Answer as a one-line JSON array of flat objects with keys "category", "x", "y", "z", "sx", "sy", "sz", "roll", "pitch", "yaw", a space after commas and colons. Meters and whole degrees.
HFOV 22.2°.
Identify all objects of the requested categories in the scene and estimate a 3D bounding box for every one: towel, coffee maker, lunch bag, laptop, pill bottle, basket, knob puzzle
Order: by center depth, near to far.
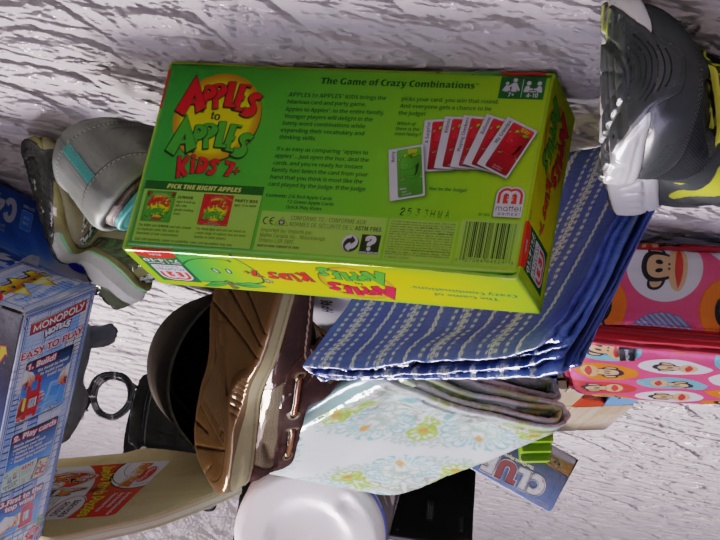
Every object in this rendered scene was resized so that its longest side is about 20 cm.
[{"category": "towel", "x": 0.064, "y": -0.006, "z": 0.932, "sx": 0.024, "sy": 0.145, "sz": 0.199, "roll": 45, "pitch": 150, "yaw": -27}, {"category": "lunch bag", "x": 0.214, "y": 0.036, "z": 1.149, "sx": 0.175, "sy": 0.083, "sz": 0.200, "roll": 3, "pitch": 169, "yaw": 8}, {"category": "towel", "x": 0.015, "y": 0.101, "z": 1.217, "sx": 0.170, "sy": 0.049, "sz": 0.199, "roll": 20, "pitch": 147, "yaw": -37}, {"category": "knob puzzle", "x": -0.178, "y": 0.167, "z": 1.287, "sx": 0.218, "sy": 0.031, "sz": 0.220, "roll": -8, "pitch": -171, "yaw": 1}, {"category": "basket", "x": -0.087, "y": 0.074, "z": 1.393, "sx": 0.179, "sy": 0.137, "sz": 0.200, "roll": -24, "pitch": -175, "yaw": -20}, {"category": "pill bottle", "x": -0.027, "y": 0.173, "z": 1.425, "sx": 0.113, "sy": 0.115, "sz": 0.200, "roll": 8, "pitch": -166, "yaw": 4}, {"category": "laptop", "x": -0.004, "y": 0.181, "z": 1.625, "sx": 0.198, "sy": 0.188, "sz": 0.116, "roll": 9, "pitch": 139, "yaw": -3}, {"category": "coffee maker", "x": -0.198, "y": 0.161, "z": 1.945, "sx": 0.191, "sy": 0.135, "sz": 0.200, "roll": 34, "pitch": 163, "yaw": -5}]

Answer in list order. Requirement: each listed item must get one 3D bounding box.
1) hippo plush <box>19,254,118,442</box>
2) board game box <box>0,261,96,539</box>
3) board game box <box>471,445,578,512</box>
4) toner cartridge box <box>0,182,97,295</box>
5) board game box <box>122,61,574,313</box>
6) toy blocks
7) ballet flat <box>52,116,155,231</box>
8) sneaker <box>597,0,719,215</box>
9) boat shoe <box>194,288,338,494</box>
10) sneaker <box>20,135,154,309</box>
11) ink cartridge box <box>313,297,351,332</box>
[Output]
[{"category": "hippo plush", "x": -0.270, "y": 0.065, "z": 1.299, "sx": 0.158, "sy": 0.202, "sz": 0.161, "roll": 9, "pitch": -168, "yaw": 16}, {"category": "board game box", "x": -0.248, "y": 0.047, "z": 1.139, "sx": 0.062, "sy": 0.200, "sz": 0.200, "roll": -24, "pitch": 155, "yaw": -48}, {"category": "board game box", "x": 0.083, "y": 0.130, "z": 1.529, "sx": 0.199, "sy": 0.035, "sz": 0.135, "roll": 29, "pitch": -175, "yaw": 9}, {"category": "toner cartridge box", "x": -0.263, "y": -0.029, "z": 1.271, "sx": 0.094, "sy": 0.044, "sz": 0.200, "roll": 4, "pitch": 167, "yaw": 27}, {"category": "board game box", "x": -0.006, "y": -0.041, "z": 0.877, "sx": 0.198, "sy": 0.102, "sz": 0.048, "roll": 4, "pitch": 159, "yaw": 21}, {"category": "toy blocks", "x": 0.133, "y": 0.082, "z": 1.399, "sx": 0.198, "sy": 0.101, "sz": 0.137, "roll": 0, "pitch": 161, "yaw": -11}, {"category": "ballet flat", "x": -0.101, "y": -0.055, "z": 0.998, "sx": 0.064, "sy": 0.067, "sz": 0.200, "roll": 44, "pitch": -167, "yaw": 15}, {"category": "sneaker", "x": 0.143, "y": -0.068, "z": 0.768, "sx": 0.084, "sy": 0.075, "sz": 0.200, "roll": 1, "pitch": 175, "yaw": 10}, {"category": "boat shoe", "x": -0.047, "y": 0.051, "z": 1.096, "sx": 0.071, "sy": 0.072, "sz": 0.201, "roll": -7, "pitch": 131, "yaw": -26}, {"category": "sneaker", "x": -0.145, "y": -0.043, "z": 1.124, "sx": 0.088, "sy": 0.077, "sz": 0.200, "roll": -24, "pitch": 162, "yaw": 3}, {"category": "ink cartridge box", "x": 0.000, "y": 0.000, "z": 1.152, "sx": 0.198, "sy": 0.067, "sz": 0.116, "roll": 9, "pitch": 167, "yaw": 3}]
